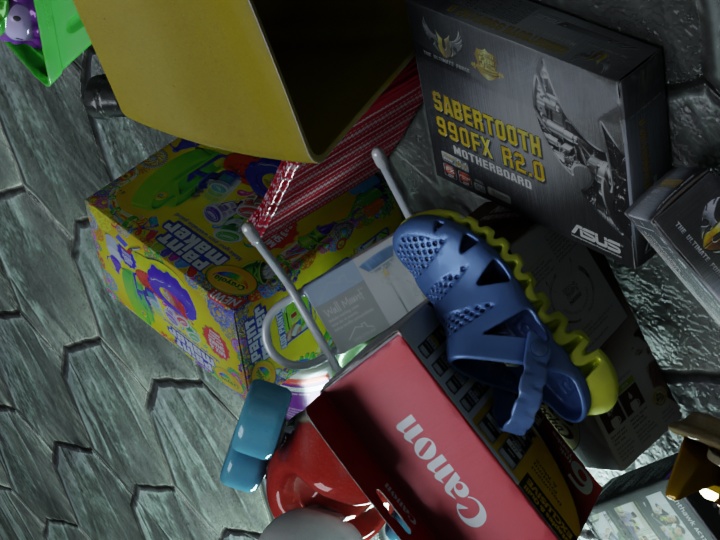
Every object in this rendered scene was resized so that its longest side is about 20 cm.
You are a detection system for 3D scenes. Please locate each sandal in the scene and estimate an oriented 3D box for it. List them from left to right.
[{"bbox_3d":[0.091,0.040,1.243,0.200,0.087,0.080,46,150,14],"label":"sandal"}]

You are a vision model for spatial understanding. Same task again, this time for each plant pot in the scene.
[{"bbox_3d":[-0.091,-0.202,1.237,0.176,0.200,0.201,-3,122,34],"label":"plant pot"}]

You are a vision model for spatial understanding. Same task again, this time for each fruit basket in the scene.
[{"bbox_3d":[-0.347,-0.274,1.609,0.155,0.215,0.216,44,152,31],"label":"fruit basket"}]

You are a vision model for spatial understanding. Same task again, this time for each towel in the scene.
[{"bbox_3d":[-0.014,-0.096,1.355,0.023,0.144,0.200,54,154,10],"label":"towel"}]

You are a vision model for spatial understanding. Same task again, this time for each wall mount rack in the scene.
[{"bbox_3d":[0.000,0.000,1.379,0.174,0.199,0.075,60,-179,-16],"label":"wall mount rack"}]

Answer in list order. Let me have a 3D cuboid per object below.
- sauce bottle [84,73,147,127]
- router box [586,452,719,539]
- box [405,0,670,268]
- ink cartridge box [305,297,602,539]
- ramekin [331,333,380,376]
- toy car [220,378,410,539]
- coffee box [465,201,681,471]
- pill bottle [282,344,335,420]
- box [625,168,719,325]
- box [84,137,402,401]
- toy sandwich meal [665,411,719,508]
[{"bbox_3d":[-0.153,-0.156,1.528,0.199,0.066,0.066,4,128,32],"label":"sauce bottle"},{"bbox_3d":[0.281,0.244,1.389,0.200,0.051,0.149,53,151,0],"label":"router box"},{"bbox_3d":[0.126,-0.108,1.226,0.200,0.048,0.159,29,145,39],"label":"box"},{"bbox_3d":[0.071,0.132,1.267,0.084,0.176,0.200,-38,90,23],"label":"ink cartridge box"},{"bbox_3d":[0.077,0.116,1.511,0.200,0.098,0.201,38,149,28],"label":"ramekin"},{"bbox_3d":[-0.036,0.221,1.410,0.183,0.201,0.177,19,154,-2],"label":"toy car"},{"bbox_3d":[0.147,0.048,1.339,0.113,0.080,0.201,-2,121,57],"label":"coffee box"},{"bbox_3d":[-0.041,0.093,1.637,0.112,0.112,0.200,37,159,28],"label":"pill bottle"},{"bbox_3d":[0.252,0.026,1.079,0.200,0.048,0.158,50,-175,0],"label":"box"},{"bbox_3d":[-0.097,-0.022,1.520,0.200,0.192,0.122,34,148,32],"label":"box"},{"bbox_3d":[0.288,0.158,1.174,0.204,0.071,0.205,22,178,1],"label":"toy sandwich meal"}]
